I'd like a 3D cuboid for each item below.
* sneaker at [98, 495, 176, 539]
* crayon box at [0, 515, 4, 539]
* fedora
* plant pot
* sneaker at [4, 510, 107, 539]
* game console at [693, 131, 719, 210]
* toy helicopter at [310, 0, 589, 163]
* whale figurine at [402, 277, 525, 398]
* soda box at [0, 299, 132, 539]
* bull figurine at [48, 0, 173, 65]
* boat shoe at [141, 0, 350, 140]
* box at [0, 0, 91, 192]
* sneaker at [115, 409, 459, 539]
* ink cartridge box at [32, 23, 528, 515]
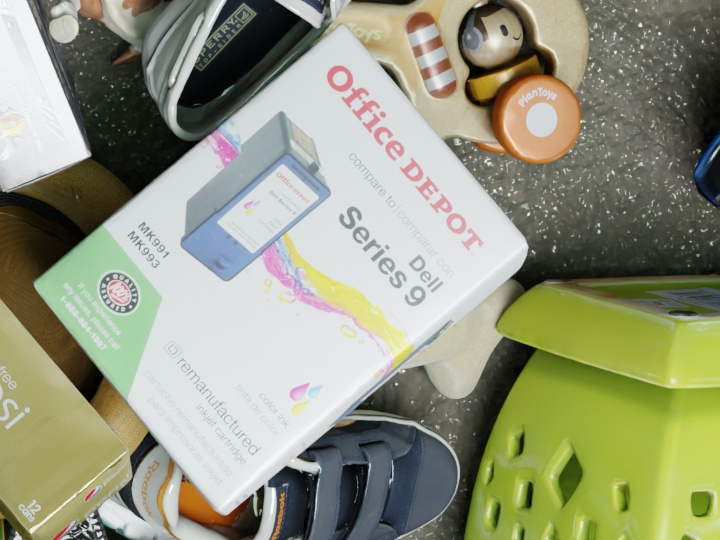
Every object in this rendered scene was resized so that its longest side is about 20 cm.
[{"bbox_3d":[-0.079,0.116,1.425,0.199,0.078,0.092,26,89,-26],"label":"sneaker"},{"bbox_3d":[-0.218,0.174,1.333,0.058,0.200,0.120,6,104,-11],"label":"crayon box"},{"bbox_3d":[-0.186,0.034,1.348,0.199,0.082,0.202,1,74,-2],"label":"fedora"},{"bbox_3d":[0.184,0.101,1.398,0.198,0.200,0.183,-2,99,-28],"label":"plant pot"},{"bbox_3d":[-0.167,0.195,1.404,0.060,0.104,0.201,-10,106,-15],"label":"sneaker"},{"bbox_3d":[0.284,-0.093,1.422,0.170,0.118,0.200,37,95,-19],"label":"game console"},{"bbox_3d":[0.027,-0.133,1.374,0.198,0.079,0.133,6,96,-16],"label":"toy helicopter"},{"bbox_3d":[0.000,0.000,1.406,0.199,0.104,0.160,25,100,-42],"label":"whale figurine"},{"bbox_3d":[-0.197,0.041,1.267,0.064,0.068,0.200,-40,80,-13],"label":"soda box"},{"bbox_3d":[-0.133,-0.178,1.311,0.065,0.121,0.201,-18,102,8],"label":"bull figurine"},{"bbox_3d":[-0.033,-0.145,1.256,0.200,0.066,0.072,-43,124,15],"label":"boat shoe"},{"bbox_3d":[-0.193,-0.154,1.274,0.048,0.158,0.201,-21,109,-2],"label":"box"},{"bbox_3d":[-0.030,0.118,1.363,0.199,0.079,0.079,2,104,-23],"label":"sneaker"},{"bbox_3d":[-0.038,0.001,1.268,0.200,0.088,0.146,-39,86,-6],"label":"ink cartridge box"}]
